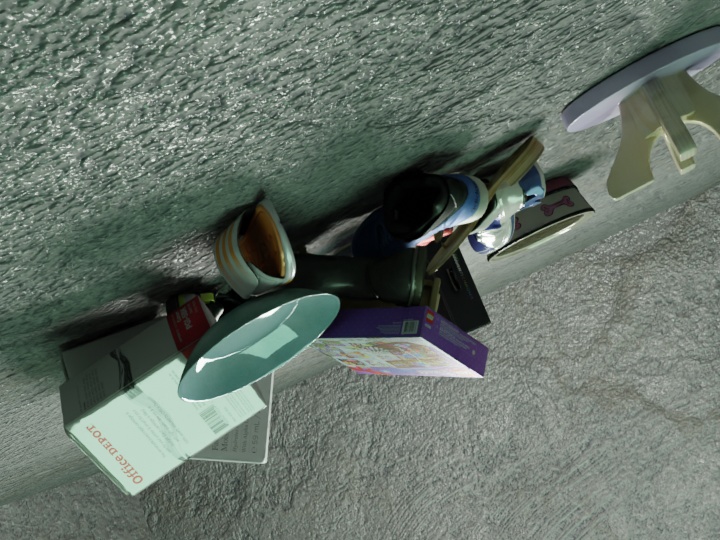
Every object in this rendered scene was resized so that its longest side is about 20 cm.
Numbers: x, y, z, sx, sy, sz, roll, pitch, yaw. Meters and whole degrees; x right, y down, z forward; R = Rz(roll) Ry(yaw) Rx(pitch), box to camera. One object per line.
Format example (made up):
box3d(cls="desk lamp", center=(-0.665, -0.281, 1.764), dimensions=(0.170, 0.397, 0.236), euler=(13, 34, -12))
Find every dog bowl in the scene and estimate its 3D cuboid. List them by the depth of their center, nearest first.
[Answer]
box3d(cls="dog bowl", center=(0.294, -0.089, 1.422), dimensions=(0.197, 0.075, 0.200), euler=(-23, 170, -4))

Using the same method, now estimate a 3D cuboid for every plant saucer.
box3d(cls="plant saucer", center=(-0.115, 0.071, 0.899), dimensions=(0.199, 0.039, 0.202), euler=(-30, 161, -11))

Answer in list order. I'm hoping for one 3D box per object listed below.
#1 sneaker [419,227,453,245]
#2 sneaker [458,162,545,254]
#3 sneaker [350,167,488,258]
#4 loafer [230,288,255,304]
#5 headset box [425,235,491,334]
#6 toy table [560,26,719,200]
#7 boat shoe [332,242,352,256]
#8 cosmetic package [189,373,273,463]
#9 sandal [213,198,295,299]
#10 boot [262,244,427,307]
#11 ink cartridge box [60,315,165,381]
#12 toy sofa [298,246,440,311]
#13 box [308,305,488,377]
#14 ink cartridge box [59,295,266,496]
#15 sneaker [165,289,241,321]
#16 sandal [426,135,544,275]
box3d(cls="sneaker", center=(0.056, -0.016, 1.207), dimensions=(0.198, 0.086, 0.077), euler=(-27, 171, 26))
box3d(cls="sneaker", center=(0.164, -0.085, 1.151), dimensions=(0.113, 0.082, 0.200), euler=(-16, 162, -17))
box3d(cls="sneaker", center=(0.042, -0.060, 0.973), dimensions=(0.197, 0.078, 0.110), euler=(-21, 167, 36))
box3d(cls="loafer", center=(-0.146, 0.055, 1.161), dimensions=(0.071, 0.074, 0.200), euler=(-23, 173, -26))
box3d(cls="headset box", center=(0.102, 0.047, 1.392), dimensions=(0.092, 0.177, 0.199), euler=(-14, 168, -43))
box3d(cls="toy table", center=(0.343, -0.172, 0.946), dimensions=(0.198, 0.119, 0.183), euler=(-30, 169, 31))
box3d(cls="boat shoe", center=(0.000, 0.000, 1.151), dimensions=(0.199, 0.073, 0.062), euler=(-38, -165, 33))
box3d(cls="cosmetic package", center=(-0.244, 0.225, 1.364), dimensions=(0.195, 0.169, 0.165), euler=(4, 167, -5))
box3d(cls="sandal", center=(-0.120, -0.005, 0.856), dimensions=(0.058, 0.080, 0.206), euler=(-21, 173, -24))
box3d(cls="boot", center=(-0.028, 0.002, 0.959), dimensions=(0.195, 0.074, 0.182), euler=(11, 164, -4))
box3d(cls="ink cartridge box", center=(-0.315, 0.142, 1.133), dimensions=(0.144, 0.084, 0.200), euler=(-20, 169, -17))
box3d(cls="toy sofa", center=(0.003, 0.043, 1.088), dimensions=(0.196, 0.084, 0.098), euler=(12, 158, 4))
box3d(cls="box", center=(0.035, 0.087, 0.998), dimensions=(0.197, 0.040, 0.136), euler=(-4, 153, 41))
box3d(cls="ink cartridge box", center=(-0.234, 0.150, 0.994), dimensions=(0.198, 0.083, 0.148), euler=(-32, 129, -5))
box3d(cls="sneaker", center=(-0.186, 0.075, 1.092), dimensions=(0.081, 0.073, 0.200), euler=(-20, 163, 1))
box3d(cls="sandal", center=(0.131, -0.097, 1.037), dimensions=(0.212, 0.069, 0.078), euler=(-48, -174, 16))
